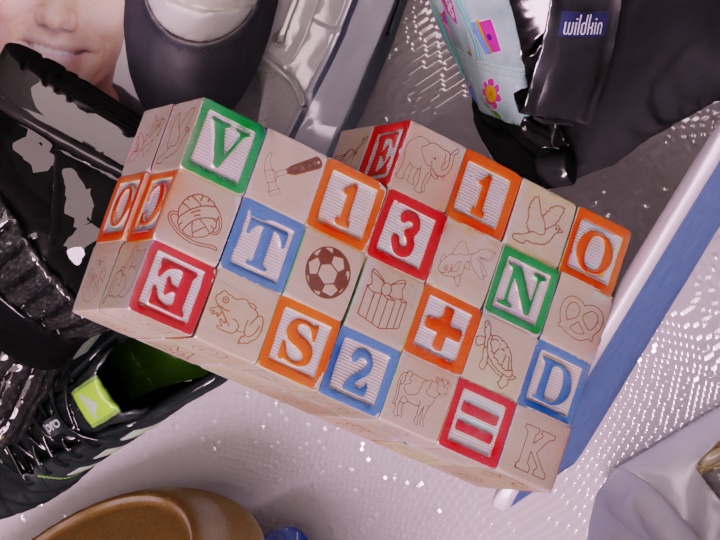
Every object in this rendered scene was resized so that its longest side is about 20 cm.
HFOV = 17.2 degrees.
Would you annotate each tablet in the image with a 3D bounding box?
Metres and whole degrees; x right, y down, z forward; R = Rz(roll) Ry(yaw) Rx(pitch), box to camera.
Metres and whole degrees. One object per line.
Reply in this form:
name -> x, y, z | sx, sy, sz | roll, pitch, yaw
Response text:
tablet -> 0.123, 0.011, 1.032 | 0.014, 0.130, 0.201 | 33, 104, 13

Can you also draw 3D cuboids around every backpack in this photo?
backpack -> 0.087, -0.156, 0.990 | 0.167, 0.126, 0.201 | -31, 116, -25

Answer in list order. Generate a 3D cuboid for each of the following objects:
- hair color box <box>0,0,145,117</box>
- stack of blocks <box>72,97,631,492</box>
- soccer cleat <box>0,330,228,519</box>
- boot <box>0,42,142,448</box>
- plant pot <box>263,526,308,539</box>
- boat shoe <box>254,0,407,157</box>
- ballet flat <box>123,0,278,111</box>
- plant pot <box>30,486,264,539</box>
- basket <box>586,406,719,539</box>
hair color box -> -0.132, -0.099, 1.096 | 0.099, 0.061, 0.201 | 10, 101, 8
stack of blocks -> 0.000, 0.000, 0.948 | 0.199, 0.058, 0.116 | 24, 77, -25
soccer cleat -> -0.129, 0.059, 1.113 | 0.199, 0.081, 0.068 | -32, 93, 14
boot -> -0.111, 0.019, 1.026 | 0.211, 0.079, 0.158 | 33, 98, 5
plant pot -> -0.072, 0.269, 1.080 | 0.199, 0.200, 0.180 | -28, 109, 14
boat shoe -> -0.029, -0.116, 1.067 | 0.086, 0.075, 0.203 | 22, 101, 5
ballet flat -> -0.060, -0.159, 1.012 | 0.073, 0.073, 0.201 | 15, 89, 8
plant pot -> -0.132, 0.167, 1.075 | 0.199, 0.200, 0.028 | -29, 117, 14
basket -> 0.182, 0.139, 1.013 | 0.135, 0.200, 0.124 | -32, 99, 15
